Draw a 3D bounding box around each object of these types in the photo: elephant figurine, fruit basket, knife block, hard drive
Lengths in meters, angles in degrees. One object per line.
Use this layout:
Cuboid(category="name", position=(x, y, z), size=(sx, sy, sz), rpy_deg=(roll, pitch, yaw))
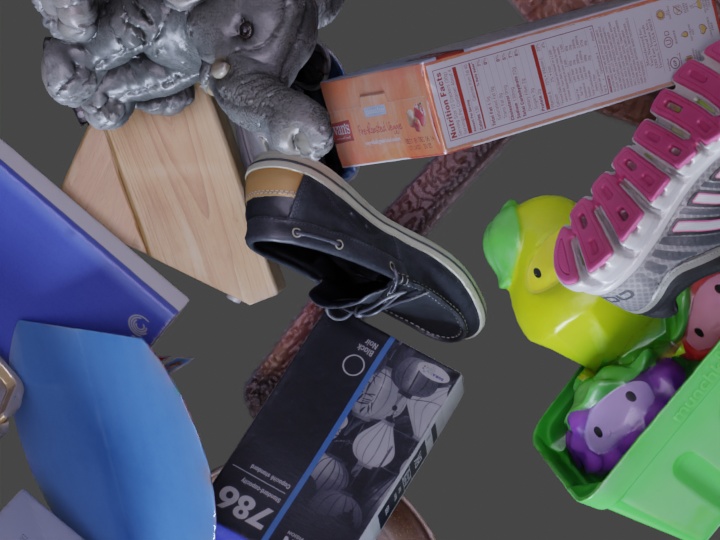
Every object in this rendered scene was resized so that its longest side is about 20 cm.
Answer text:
Cuboid(category="elephant figurine", position=(-0.074, -0.145, 1.566), size=(0.199, 0.141, 0.156), rpy_deg=(-2, 102, 35))
Cuboid(category="fruit basket", position=(0.168, 0.034, 1.658), size=(0.215, 0.156, 0.216), rpy_deg=(-3, 106, -11))
Cuboid(category="knife block", position=(-0.107, -0.095, 1.693), size=(0.200, 0.064, 0.176), rpy_deg=(26, 96, 1))
Cuboid(category="hard drive", position=(-0.213, -0.006, 1.690), size=(0.200, 0.025, 0.132), rpy_deg=(40, 132, 0))

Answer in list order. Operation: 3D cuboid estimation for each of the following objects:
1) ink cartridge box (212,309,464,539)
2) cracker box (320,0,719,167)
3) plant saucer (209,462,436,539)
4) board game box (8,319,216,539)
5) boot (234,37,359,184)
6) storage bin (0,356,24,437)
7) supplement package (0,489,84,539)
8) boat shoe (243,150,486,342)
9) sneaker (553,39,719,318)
Cuboid(category="ink cartridge box", position=(-0.028, 0.127, 1.672), size=(0.099, 0.039, 0.200), rpy_deg=(27, 72, 14))
Cuboid(category="cracker box", position=(0.095, -0.113, 1.608), size=(0.199, 0.134, 0.058), rpy_deg=(-17, 96, -25))
Cuboid(category="plant saucer", position=(-0.042, 0.210, 1.724), size=(0.200, 0.037, 0.201), rpy_deg=(0, 93, 0))
Cuboid(category="board game box", position=(-0.137, 0.103, 1.669), size=(0.039, 0.200, 0.159), rpy_deg=(-24, 109, -36))
Cuboid(category="boot", position=(-0.048, -0.141, 1.663), size=(0.073, 0.096, 0.201), rpy_deg=(-22, 99, -26))
Cuboid(category="storage bin", position=(-0.341, 0.078, 1.686), size=(0.200, 0.094, 0.199), rpy_deg=(-41, 92, 16))
Cuboid(category="supplement package", position=(-0.233, 0.257, 1.674), size=(0.120, 0.121, 0.200), rpy_deg=(40, 112, -1))
Cuboid(category="boat shoe", position=(0.000, 0.000, 1.653), size=(0.074, 0.200, 0.062), rpy_deg=(-9, 57, 41))
Cuboid(category="sneaker", position=(0.200, -0.052, 1.569), size=(0.200, 0.074, 0.087), rpy_deg=(-50, 127, 4))
